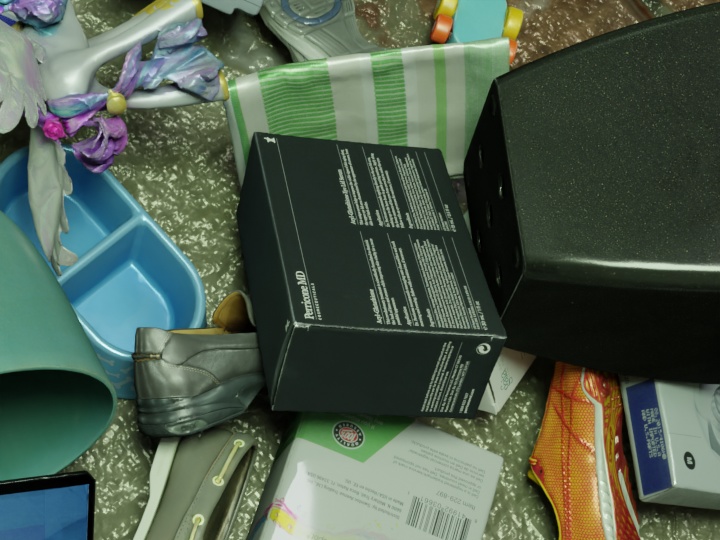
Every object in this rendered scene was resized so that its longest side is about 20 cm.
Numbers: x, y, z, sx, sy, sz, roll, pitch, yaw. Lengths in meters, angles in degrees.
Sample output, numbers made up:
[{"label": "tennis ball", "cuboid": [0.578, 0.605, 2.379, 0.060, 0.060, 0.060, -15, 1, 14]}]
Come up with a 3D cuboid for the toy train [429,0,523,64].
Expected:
[{"label": "toy train", "cuboid": [0.043, -0.227, 1.259, 0.149, 0.056, 0.201, -19, 72, -24]}]

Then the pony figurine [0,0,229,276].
[{"label": "pony figurine", "cuboid": [-0.191, -0.121, 1.011, 0.198, 0.168, 0.194, -19, 45, -15]}]

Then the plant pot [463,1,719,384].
[{"label": "plant pot", "cuboid": [0.168, -0.042, 1.029, 0.175, 0.200, 0.202, -4, 69, -7]}]

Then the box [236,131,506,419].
[{"label": "box", "cuboid": [0.000, 0.000, 1.040, 0.139, 0.079, 0.201, 6, 39, -17]}]

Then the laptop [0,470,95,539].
[{"label": "laptop", "cuboid": [-0.236, 0.240, 0.931, 0.175, 0.103, 0.202, -5, 69, -20]}]

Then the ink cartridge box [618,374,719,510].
[{"label": "ink cartridge box", "cuboid": [0.268, 0.080, 1.168, 0.199, 0.040, 0.202, 12, 62, -40]}]

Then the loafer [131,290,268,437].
[{"label": "loafer", "cuboid": [-0.072, 0.048, 1.058, 0.199, 0.072, 0.073, -23, 105, -49]}]

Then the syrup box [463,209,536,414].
[{"label": "syrup box", "cuboid": [0.110, 0.000, 1.150, 0.081, 0.079, 0.200, 17, 55, 35]}]

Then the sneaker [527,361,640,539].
[{"label": "sneaker", "cuboid": [0.151, 0.117, 1.120, 0.073, 0.076, 0.203, 23, 63, -58]}]

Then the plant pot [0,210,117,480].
[{"label": "plant pot", "cuboid": [-0.268, 0.043, 0.958, 0.199, 0.201, 0.162, -14, 65, -24]}]

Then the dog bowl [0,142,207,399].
[{"label": "dog bowl", "cuboid": [-0.186, -0.006, 1.084, 0.200, 0.050, 0.111, 47, 62, 5]}]

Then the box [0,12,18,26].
[{"label": "box", "cuboid": [-0.262, -0.223, 1.139, 0.064, 0.070, 0.202, 7, 66, -13]}]

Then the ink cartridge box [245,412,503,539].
[{"label": "ink cartridge box", "cuboid": [-0.005, 0.199, 1.038, 0.144, 0.088, 0.202, 23, 61, -8]}]

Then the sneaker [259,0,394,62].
[{"label": "sneaker", "cuboid": [-0.024, -0.153, 1.191, 0.074, 0.088, 0.200, -21, 56, -29]}]

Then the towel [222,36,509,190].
[{"label": "towel", "cuboid": [0.007, -0.100, 1.103, 0.197, 0.153, 0.024, -6, 58, 1]}]

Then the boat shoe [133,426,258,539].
[{"label": "boat shoe", "cuboid": [-0.114, 0.189, 1.001, 0.060, 0.072, 0.203, 5, 57, 11]}]

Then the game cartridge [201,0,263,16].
[{"label": "game cartridge", "cuboid": [-0.122, -0.261, 1.170, 0.132, 0.041, 0.201, 19, 31, -8]}]
